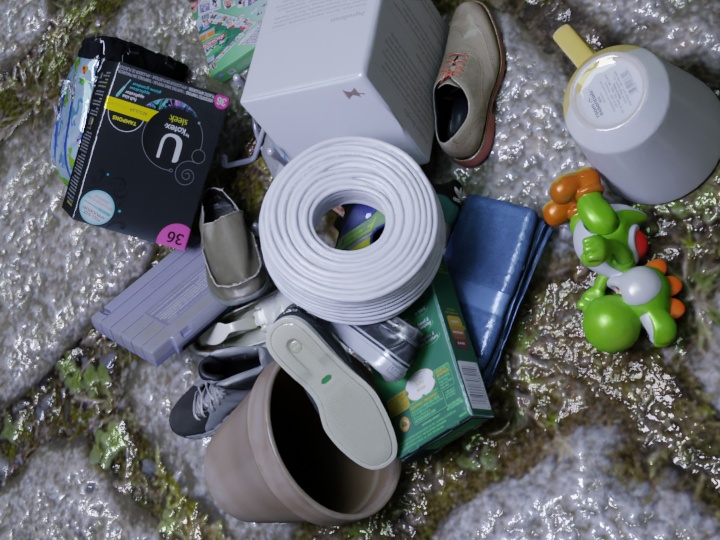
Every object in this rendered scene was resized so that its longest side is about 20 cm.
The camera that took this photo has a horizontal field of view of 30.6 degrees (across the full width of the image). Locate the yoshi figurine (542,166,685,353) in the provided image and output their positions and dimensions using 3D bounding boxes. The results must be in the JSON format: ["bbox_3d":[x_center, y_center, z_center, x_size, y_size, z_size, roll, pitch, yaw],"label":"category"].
[{"bbox_3d":[0.249,0.003,1.372,0.112,0.112,0.201,-43,66,36],"label":"yoshi figurine"}]

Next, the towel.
[{"bbox_3d":[0.132,0.020,1.467,0.111,0.048,0.201,21,91,38],"label":"towel"}]

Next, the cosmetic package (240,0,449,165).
[{"bbox_3d":[-0.012,-0.237,1.524,0.165,0.167,0.201,-7,54,29],"label":"cosmetic package"}]

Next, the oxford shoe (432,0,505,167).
[{"bbox_3d":[0.122,-0.226,1.523,0.070,0.075,0.202,-7,74,30],"label":"oxford shoe"}]

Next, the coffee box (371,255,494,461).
[{"bbox_3d":[0.066,0.091,1.436,0.123,0.044,0.201,-38,58,37],"label":"coffee box"}]

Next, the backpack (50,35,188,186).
[{"bbox_3d":[-0.332,-0.194,1.758,0.153,0.163,0.202,-1,83,40],"label":"backpack"}]

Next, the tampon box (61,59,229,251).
[{"bbox_3d":[-0.272,-0.145,1.651,0.126,0.149,0.201,-153,79,-69],"label":"tampon box"}]

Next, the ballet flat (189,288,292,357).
[{"bbox_3d":[-0.127,0.065,1.604,0.199,0.069,0.070,-22,67,25],"label":"ballet flat"}]

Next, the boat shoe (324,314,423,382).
[{"bbox_3d":[-0.002,0.048,1.444,0.200,0.072,0.071,36,86,39],"label":"boat shoe"}]

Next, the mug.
[{"bbox_3d":[0.269,-0.165,1.371,0.186,0.153,0.150,20,89,34],"label":"mug"}]

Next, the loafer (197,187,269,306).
[{"bbox_3d":[-0.165,-0.032,1.599,0.075,0.070,0.200,-22,40,-7],"label":"loafer"}]

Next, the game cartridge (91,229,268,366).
[{"bbox_3d":[-0.218,0.030,1.624,0.129,0.039,0.200,28,56,35],"label":"game cartridge"}]

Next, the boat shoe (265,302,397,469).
[{"bbox_3d":[-0.023,0.122,1.408,0.072,0.068,0.200,-33,100,14],"label":"boat shoe"}]

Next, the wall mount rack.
[{"bbox_3d":[-0.115,-0.141,1.606,0.201,0.074,0.174,63,152,27],"label":"wall mount rack"}]

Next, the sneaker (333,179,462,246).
[{"bbox_3d":[0.035,-0.090,1.551,0.199,0.071,0.080,18,76,33],"label":"sneaker"}]

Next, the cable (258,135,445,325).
[{"bbox_3d":[-0.008,-0.045,1.397,0.200,0.069,0.200,40,72,19],"label":"cable"}]

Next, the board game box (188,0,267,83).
[{"bbox_3d":[-0.130,-0.355,1.740,0.199,0.029,0.135,-29,65,22],"label":"board game box"}]

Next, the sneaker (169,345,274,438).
[{"bbox_3d":[-0.177,0.136,1.588,0.199,0.115,0.075,-31,63,21],"label":"sneaker"}]

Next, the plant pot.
[{"bbox_3d":[-0.081,0.203,1.485,0.173,0.199,0.201,-29,63,40],"label":"plant pot"}]

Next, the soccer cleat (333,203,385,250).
[{"bbox_3d":[0.000,0.000,1.509,0.083,0.065,0.201,31,126,18],"label":"soccer cleat"}]
